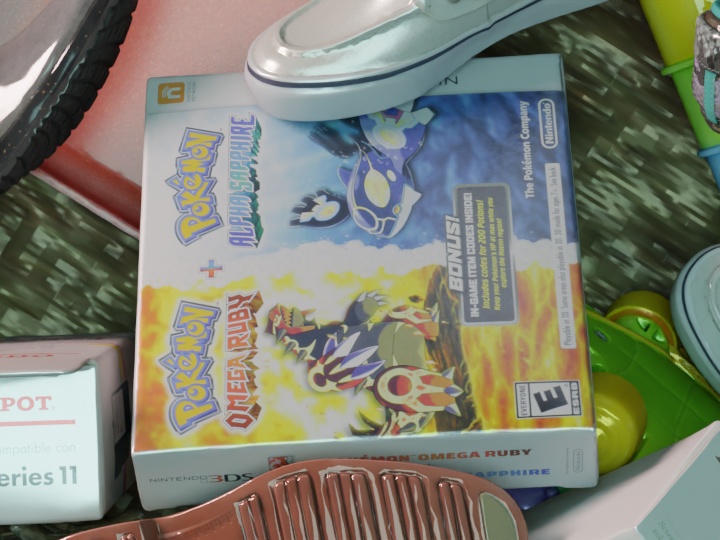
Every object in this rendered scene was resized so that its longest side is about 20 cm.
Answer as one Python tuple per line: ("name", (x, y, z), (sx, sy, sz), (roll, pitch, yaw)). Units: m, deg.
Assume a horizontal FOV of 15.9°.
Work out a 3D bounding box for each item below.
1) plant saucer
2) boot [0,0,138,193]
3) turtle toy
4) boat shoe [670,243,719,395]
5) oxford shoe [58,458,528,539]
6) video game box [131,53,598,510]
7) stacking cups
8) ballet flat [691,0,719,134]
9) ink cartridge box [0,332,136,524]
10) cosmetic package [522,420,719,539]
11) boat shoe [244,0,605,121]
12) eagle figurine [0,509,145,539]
("plant saucer", (-0.077, -0.118, 1.149), (0.199, 0.037, 0.200), (31, 93, 1))
("boot", (-0.194, -0.080, 1.105), (0.131, 0.070, 0.200), (37, 89, 4))
("turtle toy", (0.103, 0.078, 1.111), (0.200, 0.146, 0.101), (40, 114, 1))
("boat shoe", (0.214, 0.056, 1.068), (0.072, 0.066, 0.200), (-43, 79, -11))
("oxford shoe", (-0.032, 0.114, 0.999), (0.199, 0.074, 0.071), (-8, 81, 7))
("video game box", (0.000, 0.000, 1.055), (0.181, 0.047, 0.201), (-5, 51, 4))
("stacking cups", (0.176, -0.042, 1.132), (0.060, 0.061, 0.201), (-20, 92, 2))
("ballet flat", (0.218, -0.091, 1.104), (0.200, 0.072, 0.072), (-12, 92, -33))
("ink cartridge box", (-0.157, 0.066, 1.076), (0.116, 0.200, 0.068), (-2, 92, 2))
("cosmetic package", (0.085, 0.151, 1.033), (0.200, 0.085, 0.108), (-31, 96, 43))
("boat shoe", (0.039, -0.130, 1.079), (0.199, 0.071, 0.070), (-23, 133, -8))
("eagle figurine", (-0.109, 0.198, 1.098), (0.150, 0.152, 0.201), (-3, 93, 18))
